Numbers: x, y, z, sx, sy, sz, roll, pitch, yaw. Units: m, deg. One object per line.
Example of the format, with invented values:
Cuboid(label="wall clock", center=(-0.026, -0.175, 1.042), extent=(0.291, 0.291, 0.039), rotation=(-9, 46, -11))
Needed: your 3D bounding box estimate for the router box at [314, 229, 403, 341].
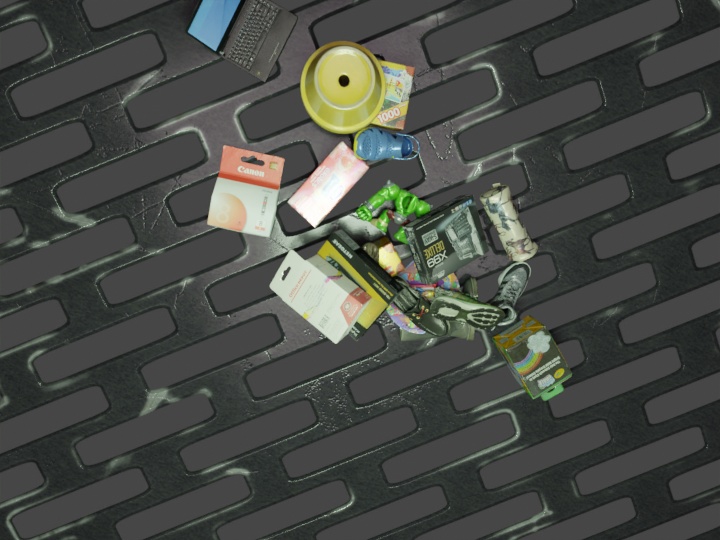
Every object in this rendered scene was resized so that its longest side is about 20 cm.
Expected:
Cuboid(label="router box", center=(-0.026, 0.033, 1.352), extent=(0.200, 0.052, 0.158), rotation=(43, 114, 8))

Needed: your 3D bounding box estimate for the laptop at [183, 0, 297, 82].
Cuboid(label="laptop", center=(-0.276, -0.578, 1.409), extent=(0.199, 0.103, 0.178), rotation=(29, 97, -7))

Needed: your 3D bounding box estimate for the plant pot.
Cuboid(label="plant pot", center=(-0.038, -0.411, 1.327), extent=(0.199, 0.189, 0.203), rotation=(0, 100, -2))

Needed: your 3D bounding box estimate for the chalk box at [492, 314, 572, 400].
Cuboid(label="chalk box", center=(0.458, 0.243, 1.573), extent=(0.124, 0.124, 0.201), rotation=(-31, 101, 1))

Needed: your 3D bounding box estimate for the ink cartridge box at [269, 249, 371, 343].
Cuboid(label="ink cartridge box", center=(-0.090, 0.048, 1.315), extent=(0.200, 0.067, 0.117), rotation=(39, 114, 9))

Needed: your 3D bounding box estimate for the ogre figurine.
Cuboid(label="ogre figurine", center=(0.100, -0.143, 1.503), extent=(0.199, 0.098, 0.120), rotation=(31, 102, -3))

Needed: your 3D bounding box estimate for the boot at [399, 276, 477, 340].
Cuboid(label="boot", center=(0.203, 0.101, 1.570), extent=(0.198, 0.073, 0.184), rotation=(5, 92, 6))

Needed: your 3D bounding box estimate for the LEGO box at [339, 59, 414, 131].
Cuboid(label="LEGO box", center=(0.019, -0.434, 1.461), extent=(0.198, 0.077, 0.150), rotation=(9, 99, -4))

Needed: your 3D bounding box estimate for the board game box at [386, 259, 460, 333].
Cuboid(label="board game box", center=(0.154, 0.056, 1.529), extent=(0.200, 0.039, 0.158), rotation=(-43, 74, -3))

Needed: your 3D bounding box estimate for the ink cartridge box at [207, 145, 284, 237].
Cuboid(label="ink cartridge box", center=(-0.284, -0.196, 1.498), extent=(0.161, 0.050, 0.202), rotation=(11, 102, -5))

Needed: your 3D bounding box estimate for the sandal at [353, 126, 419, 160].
Cuboid(label="sandal", center=(0.069, -0.299, 1.431), extent=(0.199, 0.087, 0.080), rotation=(-13, 113, -40))

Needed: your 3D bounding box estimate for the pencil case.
Cuboid(label="pencil case", center=(0.379, -0.124, 1.532), extent=(0.077, 0.089, 0.201), rotation=(-23, 101, 30))

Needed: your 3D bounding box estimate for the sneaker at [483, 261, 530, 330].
Cuboid(label="sneaker", center=(0.384, 0.071, 1.544), extent=(0.075, 0.114, 0.201), rotation=(33, 96, -8))

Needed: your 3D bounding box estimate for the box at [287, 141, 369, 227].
Cuboid(label="box", center=(-0.079, -0.213, 1.479), extent=(0.095, 0.103, 0.200), rotation=(42, 94, -8))

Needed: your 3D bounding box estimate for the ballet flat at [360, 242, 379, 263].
Cuboid(label="ballet flat", center=(0.012, 0.035, 1.385), extent=(0.067, 0.046, 0.202), rotation=(8, 100, -3))

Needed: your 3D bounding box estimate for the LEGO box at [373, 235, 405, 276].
Cuboid(label="LEGO box", center=(0.000, 0.000, 1.487), extent=(0.199, 0.149, 0.078), rotation=(-28, 100, 2))

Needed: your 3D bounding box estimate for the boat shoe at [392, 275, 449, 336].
Cuboid(label="boat shoe", center=(0.137, 0.094, 1.482), extent=(0.201, 0.063, 0.074), rotation=(43, 105, 2))

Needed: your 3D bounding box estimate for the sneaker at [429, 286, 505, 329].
Cuboid(label="sneaker", center=(0.264, 0.080, 1.472), extent=(0.198, 0.089, 0.077), rotation=(15, 132, -13))

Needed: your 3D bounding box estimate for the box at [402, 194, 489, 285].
Cuboid(label="box", center=(0.216, -0.078, 1.497), extent=(0.199, 0.050, 0.159), rotation=(-28, 109, -22))
